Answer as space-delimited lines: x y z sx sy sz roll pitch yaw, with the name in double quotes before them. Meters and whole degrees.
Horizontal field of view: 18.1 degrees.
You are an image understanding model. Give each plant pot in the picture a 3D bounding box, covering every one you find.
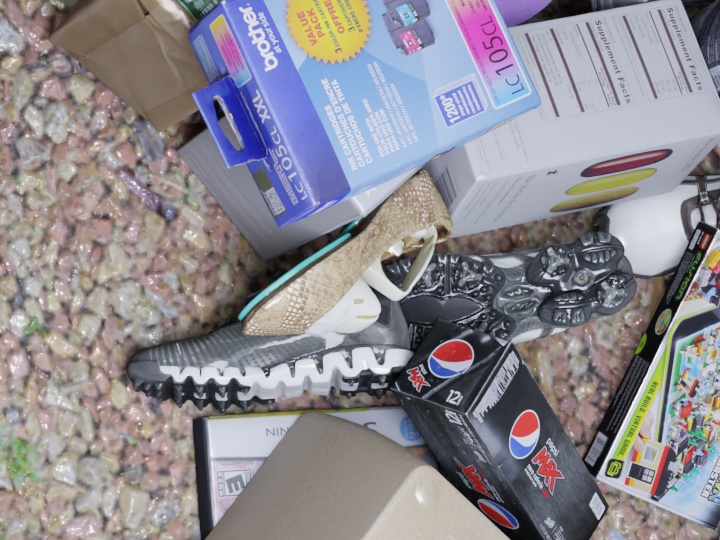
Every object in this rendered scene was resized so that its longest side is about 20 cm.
"plant pot" 0.012 0.221 1.451 0.200 0.177 0.200 44 69 -12

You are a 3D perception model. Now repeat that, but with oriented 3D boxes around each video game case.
"video game case" -0.021 0.195 1.551 0.180 0.025 0.201 -1 82 -25

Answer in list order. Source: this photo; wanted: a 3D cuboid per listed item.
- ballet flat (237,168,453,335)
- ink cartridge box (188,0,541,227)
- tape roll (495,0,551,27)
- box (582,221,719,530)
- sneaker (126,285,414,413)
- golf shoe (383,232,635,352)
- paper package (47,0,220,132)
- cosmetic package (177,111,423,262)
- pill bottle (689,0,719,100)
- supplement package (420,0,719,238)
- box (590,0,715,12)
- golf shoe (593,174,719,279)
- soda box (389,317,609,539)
"ballet flat" 0.000 0.000 1.486 0.065 0.070 0.200 50 51 -1
"ink cartridge box" -0.011 -0.116 1.362 0.200 0.076 0.137 -26 90 -22
"tape roll" 0.059 -0.262 1.640 0.199 0.066 0.201 4 79 -23
"box" 0.253 0.077 1.648 0.110 0.035 0.201 23 95 -19
"sneaker" -0.059 0.044 1.529 0.199 0.067 0.091 -4 71 -6
"golf shoe" 0.093 0.024 1.600 0.199 0.094 0.078 -7 84 0
"paper package" -0.090 -0.210 1.494 0.103 0.191 0.200 41 69 -13
"cosmetic package" -0.036 -0.082 1.492 0.090 0.200 0.107 -40 98 -24
"pill bottle" 0.289 -0.153 1.646 0.106 0.200 0.107 0 88 -7
"supplement package" 0.139 -0.107 1.603 0.199 0.114 0.110 -12 72 -19
"box" 0.230 -0.275 1.688 0.200 0.050 0.158 -14 88 -48
"golf shoe" 0.271 -0.043 1.684 0.199 0.094 0.078 -11 87 -24
"soda box" 0.097 0.122 1.541 0.063 0.071 0.200 -54 137 -22
